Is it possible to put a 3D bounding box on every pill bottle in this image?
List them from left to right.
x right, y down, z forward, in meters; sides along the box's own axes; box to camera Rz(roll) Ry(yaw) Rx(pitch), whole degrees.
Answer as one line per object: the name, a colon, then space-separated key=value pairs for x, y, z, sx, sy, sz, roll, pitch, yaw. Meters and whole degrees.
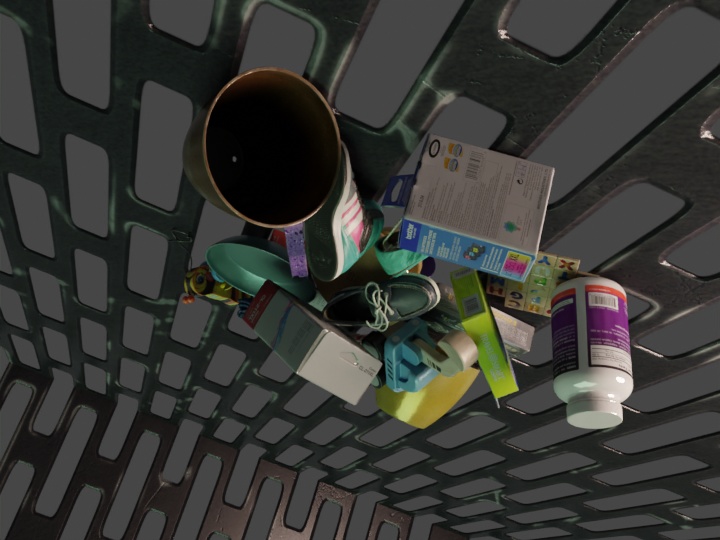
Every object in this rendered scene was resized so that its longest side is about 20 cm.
pill bottle: x=0.333 y=0.119 z=1.199 sx=0.110 sy=0.203 sz=0.113 roll=4 pitch=153 yaw=2

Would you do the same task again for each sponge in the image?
sponge: x=-0.100 y=-0.082 z=1.218 sx=0.029 sy=0.113 sz=0.201 roll=-6 pitch=155 yaw=-4

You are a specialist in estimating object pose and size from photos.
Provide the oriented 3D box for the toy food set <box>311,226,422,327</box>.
toy food set: x=0.000 y=0.000 z=1.310 sx=0.196 sy=0.049 sz=0.202 roll=26 pitch=132 yaw=20

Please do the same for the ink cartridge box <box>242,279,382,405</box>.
ink cartridge box: x=-0.080 y=0.113 z=1.327 sx=0.145 sy=0.083 sz=0.199 roll=35 pitch=180 yaw=-39

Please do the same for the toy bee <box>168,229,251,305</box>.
toy bee: x=-0.294 y=0.025 z=1.577 sx=0.198 sy=0.110 sz=0.131 roll=25 pitch=156 yaw=-13

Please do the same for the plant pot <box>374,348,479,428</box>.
plant pot: x=0.104 y=0.205 z=1.533 sx=0.197 sy=0.144 sz=0.200 roll=24 pitch=180 yaw=0

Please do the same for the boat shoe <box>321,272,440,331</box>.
boat shoe: x=0.026 y=0.049 z=1.244 sx=0.197 sy=0.062 sz=0.076 roll=-4 pitch=108 yaw=37

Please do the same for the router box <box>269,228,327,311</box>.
router box: x=-0.094 y=0.017 z=1.488 sx=0.177 sy=0.050 sz=0.200 roll=22 pitch=155 yaw=-5

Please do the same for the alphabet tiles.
alphabet tiles: x=0.278 y=0.023 z=1.289 sx=0.164 sy=0.006 sz=0.201 roll=13 pitch=154 yaw=12

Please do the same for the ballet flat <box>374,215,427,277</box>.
ballet flat: x=0.094 y=-0.056 z=1.159 sx=0.199 sy=0.068 sz=0.070 roll=-29 pitch=116 yaw=35

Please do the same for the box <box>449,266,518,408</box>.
box: x=0.199 y=0.106 z=1.314 sx=0.047 sy=0.123 sz=0.202 roll=-20 pitch=126 yaw=10

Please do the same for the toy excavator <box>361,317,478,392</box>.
toy excavator: x=0.102 y=0.138 z=1.321 sx=0.199 sy=0.099 sz=0.197 roll=33 pitch=143 yaw=33

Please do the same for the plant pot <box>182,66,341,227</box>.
plant pot: x=-0.152 y=-0.150 z=1.071 sx=0.186 sy=0.189 sz=0.199 roll=33 pitch=165 yaw=-29

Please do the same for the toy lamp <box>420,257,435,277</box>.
toy lamp: x=0.078 y=0.030 z=1.387 sx=0.057 sy=0.059 sz=0.200 roll=20 pitch=154 yaw=-4

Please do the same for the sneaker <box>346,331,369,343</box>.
sneaker: x=0.017 y=0.193 z=1.748 sx=0.106 sy=0.068 sz=0.202 roll=8 pitch=149 yaw=24

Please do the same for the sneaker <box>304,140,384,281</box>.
sneaker: x=-0.017 y=-0.096 z=1.172 sx=0.083 sy=0.120 sz=0.203 roll=18 pitch=118 yaw=28

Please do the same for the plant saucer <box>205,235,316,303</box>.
plant saucer: x=-0.162 y=-0.005 z=1.390 sx=0.197 sy=0.036 sz=0.201 roll=15 pitch=154 yaw=7

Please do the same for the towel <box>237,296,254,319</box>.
towel: x=-0.137 y=0.094 z=1.579 sx=0.111 sy=0.049 sz=0.199 roll=23 pitch=-178 yaw=35

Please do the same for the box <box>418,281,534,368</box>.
box: x=0.182 y=0.102 z=1.468 sx=0.197 sy=0.049 sz=0.158 roll=25 pitch=154 yaw=-12

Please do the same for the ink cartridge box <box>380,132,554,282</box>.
ink cartridge box: x=0.128 y=-0.083 z=1.026 sx=0.197 sy=0.138 sz=0.077 roll=17 pitch=150 yaw=4
